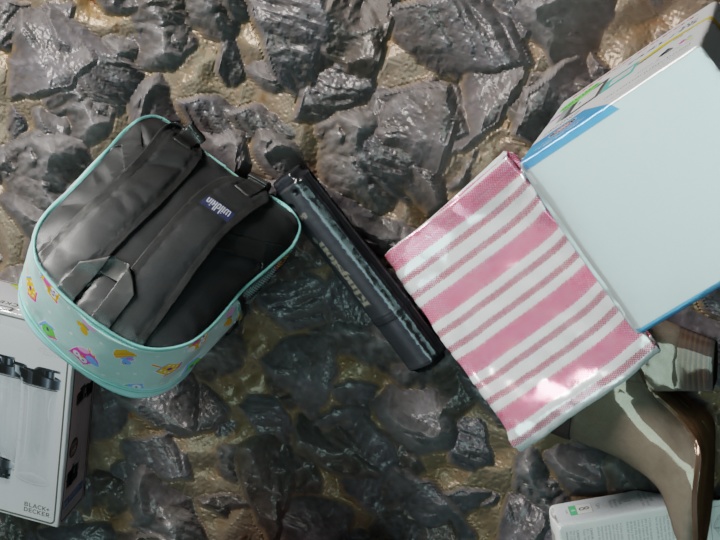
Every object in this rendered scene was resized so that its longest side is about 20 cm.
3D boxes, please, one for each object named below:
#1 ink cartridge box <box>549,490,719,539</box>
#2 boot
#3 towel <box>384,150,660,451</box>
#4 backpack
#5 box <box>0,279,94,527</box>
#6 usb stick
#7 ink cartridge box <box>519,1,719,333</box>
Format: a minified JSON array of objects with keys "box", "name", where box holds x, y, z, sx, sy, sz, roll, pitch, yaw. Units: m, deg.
[{"box":[0.267,0.260,1.298,0.200,0.050,0.161,-10,106,-1],"name":"ink cartridge box"},{"box":[0.208,0.123,1.239,0.146,0.070,0.200,4,98,20],"name":"boot"},{"box":[0.122,0.025,1.219,0.146,0.030,0.200,-41,73,23],"name":"towel"},{"box":[-0.173,0.000,1.232,0.176,0.200,0.153,39,135,-1],"name":"backpack"},{"box":[-0.301,0.117,1.382,0.116,0.060,0.200,12,112,11],"name":"box"},{"box":[0.000,0.000,1.267,0.033,0.055,0.200,-39,96,-15],"name":"usb stick"},{"box":[0.226,-0.079,1.097,0.147,0.200,0.146,-34,96,22],"name":"ink cartridge box"}]
